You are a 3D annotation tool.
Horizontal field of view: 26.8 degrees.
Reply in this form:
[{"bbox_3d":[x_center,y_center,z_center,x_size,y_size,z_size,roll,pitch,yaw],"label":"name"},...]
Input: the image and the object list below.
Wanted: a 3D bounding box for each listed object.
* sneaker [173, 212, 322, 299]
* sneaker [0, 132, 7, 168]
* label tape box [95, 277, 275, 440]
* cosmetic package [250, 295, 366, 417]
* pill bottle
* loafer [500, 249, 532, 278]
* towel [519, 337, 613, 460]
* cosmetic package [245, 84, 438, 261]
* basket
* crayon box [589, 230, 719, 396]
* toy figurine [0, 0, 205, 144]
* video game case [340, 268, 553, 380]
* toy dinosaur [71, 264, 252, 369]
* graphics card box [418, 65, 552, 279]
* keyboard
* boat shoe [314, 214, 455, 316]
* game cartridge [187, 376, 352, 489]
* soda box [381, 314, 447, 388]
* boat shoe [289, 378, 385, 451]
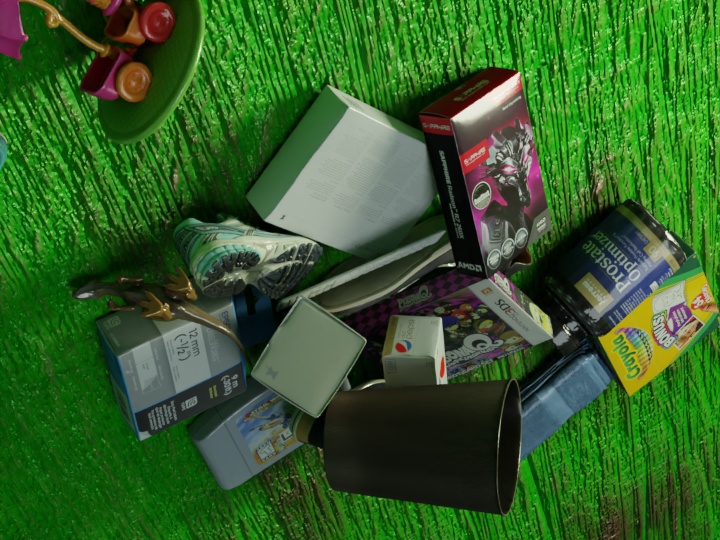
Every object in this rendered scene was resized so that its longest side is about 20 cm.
[{"bbox_3d":[-0.116,-0.026,1.576,0.078,0.086,0.200,-52,154,19],"label":"sneaker"},{"bbox_3d":[-0.381,-0.045,1.345,0.200,0.080,0.077,-48,140,8],"label":"sneaker"},{"bbox_3d":[-0.175,0.081,1.641,0.200,0.066,0.144,-23,138,-17],"label":"label tape box"},{"bbox_3d":[-0.056,0.096,1.639,0.104,0.087,0.200,-56,179,-3],"label":"cosmetic package"},{"bbox_3d":[0.307,0.013,1.925,0.200,0.112,0.112,-43,141,3],"label":"pill bottle"},{"bbox_3d":[0.169,-0.012,1.805,0.072,0.073,0.200,9,134,6],"label":"loafer"},{"bbox_3d":[0.256,0.183,2.096,0.200,0.049,0.112,-41,141,0],"label":"towel"},{"bbox_3d":[-0.005,-0.098,1.619,0.200,0.052,0.151,21,111,-48],"label":"cosmetic package"},{"bbox_3d":[0.069,0.192,1.678,0.199,0.180,0.136,1,117,15],"label":"basket"},{"bbox_3d":[0.402,0.063,2.090,0.172,0.058,0.200,-39,141,-2],"label":"crayon box"},{"bbox_3d":[-0.237,-0.232,1.266,0.184,0.150,0.200,24,88,-38],"label":"toy figurine"},{"bbox_3d":[0.105,0.069,1.812,0.200,0.036,0.181,-23,144,21],"label":"video game case"},{"bbox_3d":[-0.188,0.035,1.525,0.106,0.199,0.061,134,-23,-77],"label":"toy dinosaur"},{"bbox_3d":[0.139,-0.106,1.651,0.125,0.051,0.200,-36,124,-36],"label":"graphics card box"},{"bbox_3d":[0.000,0.000,1.652,0.200,0.011,0.056,-24,179,-11],"label":"keyboard"},{"bbox_3d":[0.038,0.009,1.739,0.200,0.073,0.063,-30,137,-19],"label":"boat shoe"},{"bbox_3d":[-0.104,0.171,1.807,0.200,0.042,0.133,-32,145,-10],"label":"game cartridge"},{"bbox_3d":[0.068,0.144,1.783,0.063,0.068,0.200,3,136,10],"label":"soda box"},{"bbox_3d":[-0.001,0.179,1.820,0.200,0.062,0.075,-7,121,-52],"label":"boat shoe"}]
